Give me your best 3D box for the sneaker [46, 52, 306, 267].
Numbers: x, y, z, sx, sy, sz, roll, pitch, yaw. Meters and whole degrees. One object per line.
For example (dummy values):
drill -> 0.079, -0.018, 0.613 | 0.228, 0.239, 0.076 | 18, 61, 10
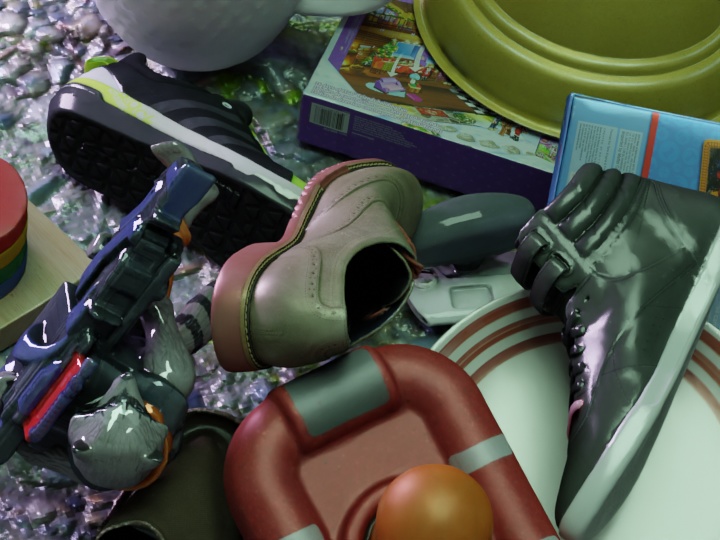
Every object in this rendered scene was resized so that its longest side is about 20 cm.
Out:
sneaker -> -0.071, -0.061, 1.465 | 0.200, 0.072, 0.083 | 31, 49, 17

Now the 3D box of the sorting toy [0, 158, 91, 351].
sorting toy -> -0.268, -0.026, 1.404 | 0.199, 0.070, 0.200 | -33, 61, -32

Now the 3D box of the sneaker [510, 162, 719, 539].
sneaker -> 0.106, 0.034, 1.339 | 0.099, 0.071, 0.200 | 23, 62, 7

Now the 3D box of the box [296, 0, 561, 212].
box -> 0.080, -0.097, 1.540 | 0.199, 0.039, 0.137 | 18, 48, 8

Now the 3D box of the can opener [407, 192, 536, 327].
can opener -> 0.119, -0.009, 1.449 | 0.199, 0.067, 0.053 | -5, 50, -5

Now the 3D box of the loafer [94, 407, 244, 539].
loafer -> -0.088, 0.135, 1.289 | 0.073, 0.071, 0.200 | 16, 49, 5

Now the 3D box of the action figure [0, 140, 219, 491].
action figure -> -0.094, 0.024, 1.301 | 0.104, 0.200, 0.194 | 32, 33, -16

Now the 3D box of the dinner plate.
dinner plate -> 0.111, 0.100, 1.357 | 0.199, 0.024, 0.201 | 2, 67, -5

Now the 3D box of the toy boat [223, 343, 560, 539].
toy boat -> 0.028, 0.123, 1.252 | 0.130, 0.131, 0.200 | -26, 78, -13

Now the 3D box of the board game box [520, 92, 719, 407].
board game box -> 0.188, 0.004, 1.411 | 0.199, 0.037, 0.152 | 11, 90, 0

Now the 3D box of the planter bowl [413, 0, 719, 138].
planter bowl -> 0.133, -0.166, 1.528 | 0.200, 0.084, 0.201 | 5, 45, -5

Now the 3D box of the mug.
mug -> -0.064, -0.194, 1.503 | 0.199, 0.176, 0.148 | 13, 48, 11

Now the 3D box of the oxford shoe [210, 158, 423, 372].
oxford shoe -> 0.000, 0.000, 1.340 | 0.075, 0.071, 0.200 | 2, 25, 22
